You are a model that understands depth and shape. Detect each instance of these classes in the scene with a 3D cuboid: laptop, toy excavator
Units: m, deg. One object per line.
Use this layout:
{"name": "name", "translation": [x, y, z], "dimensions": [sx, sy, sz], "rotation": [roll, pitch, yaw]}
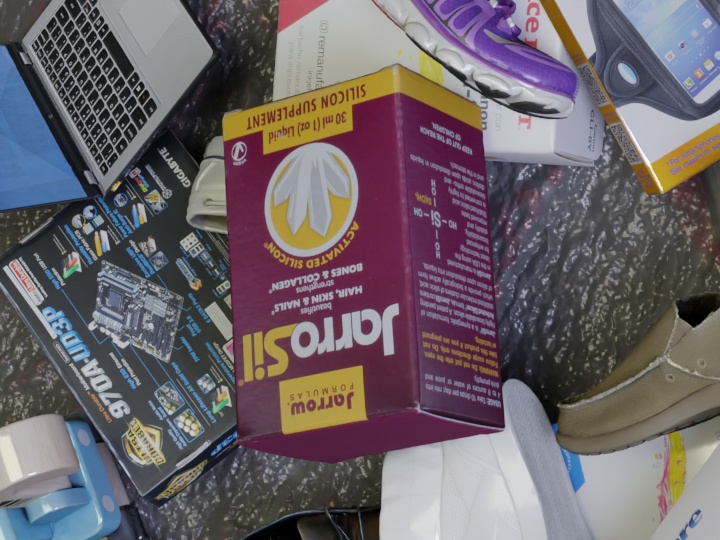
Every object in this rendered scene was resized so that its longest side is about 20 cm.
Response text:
{"name": "laptop", "translation": [-0.225, -0.141, 1.349], "dimensions": [0.200, 0.115, 0.188], "rotation": [-49, 46, 16]}
{"name": "toy excavator", "translation": [-0.221, 0.149, 1.317], "dimensions": [0.194, 0.199, 0.101], "rotation": [-29, 77, 27]}

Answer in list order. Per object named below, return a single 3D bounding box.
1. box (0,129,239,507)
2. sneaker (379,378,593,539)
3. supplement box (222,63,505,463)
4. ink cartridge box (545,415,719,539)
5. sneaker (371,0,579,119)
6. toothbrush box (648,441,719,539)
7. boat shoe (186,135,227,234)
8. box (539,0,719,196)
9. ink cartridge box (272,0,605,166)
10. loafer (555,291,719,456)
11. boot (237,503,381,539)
{"name": "box", "translation": [-0.131, 0.030, 1.338], "dimensions": [0.159, 0.046, 0.200], "rotation": [-37, 72, -3]}
{"name": "sneaker", "translation": [0.076, 0.179, 1.175], "dimensions": [0.115, 0.073, 0.202], "rotation": [-27, 65, 28]}
{"name": "supplement box", "translation": [0.000, 0.000, 1.164], "dimensions": [0.130, 0.103, 0.202], "rotation": [-13, 73, 31]}
{"name": "ink cartridge box", "translation": [0.203, 0.127, 1.183], "dimensions": [0.199, 0.067, 0.117], "rotation": [-19, 79, 26]}
{"name": "sneaker", "translation": [0.058, -0.166, 1.171], "dimensions": [0.084, 0.081, 0.200], "rotation": [-48, 69, 10]}
{"name": "toothbrush box", "translation": [0.252, 0.192, 1.087], "dimensions": [0.199, 0.085, 0.147], "rotation": [30, 104, -19]}
{"name": "boat shoe", "translation": [-0.023, -0.020, 1.277], "dimensions": [0.200, 0.075, 0.087], "rotation": [17, 72, 16]}
{"name": "box", "translation": [0.173, -0.160, 1.169], "dimensions": [0.118, 0.041, 0.201], "rotation": [-31, 96, -4]}
{"name": "ink cartridge box", "translation": [0.051, -0.146, 1.261], "dimensions": [0.198, 0.083, 0.147], "rotation": [5, 91, 26]}
{"name": "loafer", "translation": [0.184, 0.049, 1.102], "dimensions": [0.199, 0.076, 0.068], "rotation": [-26, 80, 39]}
{"name": "boot", "translation": [0.006, 0.181, 1.264], "dimensions": [0.198, 0.097, 0.076], "rotation": [-13, 82, 26]}
